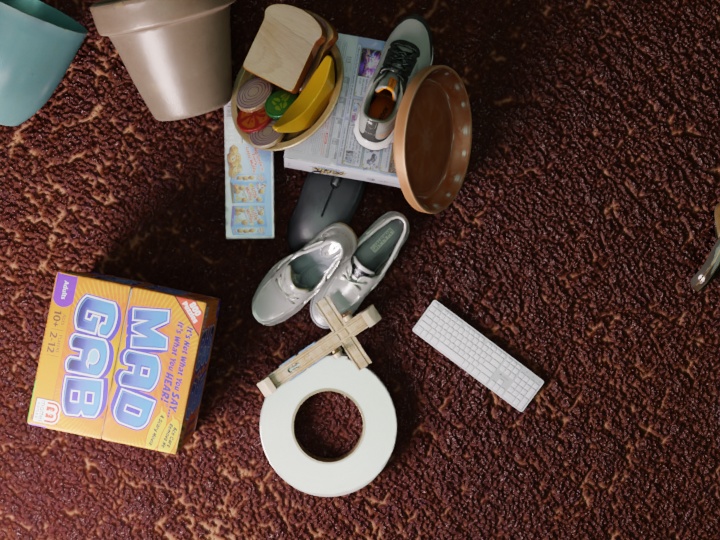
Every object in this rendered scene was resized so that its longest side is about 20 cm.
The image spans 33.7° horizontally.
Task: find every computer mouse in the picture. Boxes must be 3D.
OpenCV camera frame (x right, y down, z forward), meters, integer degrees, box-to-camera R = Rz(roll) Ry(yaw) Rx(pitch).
[{"bbox_3d":[-0.049,-0.106,1.696,0.137,0.053,0.202,17,90,-1],"label":"computer mouse"}]

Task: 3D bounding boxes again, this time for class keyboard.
[{"bbox_3d":[0.170,0.124,1.721,0.199,0.011,0.056,37,90,0],"label":"keyboard"}]

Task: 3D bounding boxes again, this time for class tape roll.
[{"bbox_3d":[-0.045,0.220,1.706,0.200,0.037,0.205,0,91,0],"label":"tape roll"}]

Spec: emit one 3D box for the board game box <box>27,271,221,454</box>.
[{"bbox_3d":[-0.314,0.118,1.621,0.198,0.200,0.202,11,90,-1],"label":"board game box"}]

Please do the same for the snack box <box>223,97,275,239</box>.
[{"bbox_3d":[-0.159,-0.146,1.709,0.071,0.024,0.203,-1,90,-1],"label":"snack box"}]

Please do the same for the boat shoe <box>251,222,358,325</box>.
[{"bbox_3d":[-0.089,0.011,1.662,0.071,0.069,0.200,45,113,-2],"label":"boat shoe"}]

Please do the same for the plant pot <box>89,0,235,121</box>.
[{"bbox_3d":[-0.255,-0.304,1.640,0.198,0.200,0.176,-13,108,0],"label":"plant pot"}]

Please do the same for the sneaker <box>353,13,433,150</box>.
[{"bbox_3d":[0.051,-0.263,1.627,0.073,0.079,0.202,20,75,4],"label":"sneaker"}]

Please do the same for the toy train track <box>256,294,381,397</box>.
[{"bbox_3d":[-0.058,0.114,1.666,0.199,0.033,0.115,-34,98,3],"label":"toy train track"}]

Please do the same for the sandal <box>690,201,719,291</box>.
[{"bbox_3d":[0.522,-0.064,1.701,0.054,0.082,0.201,34,97,21],"label":"sandal"}]

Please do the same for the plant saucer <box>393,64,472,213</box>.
[{"bbox_3d":[0.097,-0.180,1.638,0.032,0.200,0.203,7,90,31],"label":"plant saucer"}]

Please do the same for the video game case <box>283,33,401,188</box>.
[{"bbox_3d":[-0.003,-0.228,1.678,0.179,0.045,0.202,10,76,0],"label":"video game case"}]

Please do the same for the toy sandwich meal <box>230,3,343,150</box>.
[{"bbox_3d":[-0.107,-0.264,1.629,0.203,0.070,0.207,-11,68,27],"label":"toy sandwich meal"}]

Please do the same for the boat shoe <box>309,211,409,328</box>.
[{"bbox_3d":[0.000,0.000,1.690,0.072,0.066,0.200,44,90,-1],"label":"boat shoe"}]

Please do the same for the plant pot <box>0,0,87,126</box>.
[{"bbox_3d":[-0.497,-0.296,1.627,0.199,0.201,0.162,27,102,-1],"label":"plant pot"}]
